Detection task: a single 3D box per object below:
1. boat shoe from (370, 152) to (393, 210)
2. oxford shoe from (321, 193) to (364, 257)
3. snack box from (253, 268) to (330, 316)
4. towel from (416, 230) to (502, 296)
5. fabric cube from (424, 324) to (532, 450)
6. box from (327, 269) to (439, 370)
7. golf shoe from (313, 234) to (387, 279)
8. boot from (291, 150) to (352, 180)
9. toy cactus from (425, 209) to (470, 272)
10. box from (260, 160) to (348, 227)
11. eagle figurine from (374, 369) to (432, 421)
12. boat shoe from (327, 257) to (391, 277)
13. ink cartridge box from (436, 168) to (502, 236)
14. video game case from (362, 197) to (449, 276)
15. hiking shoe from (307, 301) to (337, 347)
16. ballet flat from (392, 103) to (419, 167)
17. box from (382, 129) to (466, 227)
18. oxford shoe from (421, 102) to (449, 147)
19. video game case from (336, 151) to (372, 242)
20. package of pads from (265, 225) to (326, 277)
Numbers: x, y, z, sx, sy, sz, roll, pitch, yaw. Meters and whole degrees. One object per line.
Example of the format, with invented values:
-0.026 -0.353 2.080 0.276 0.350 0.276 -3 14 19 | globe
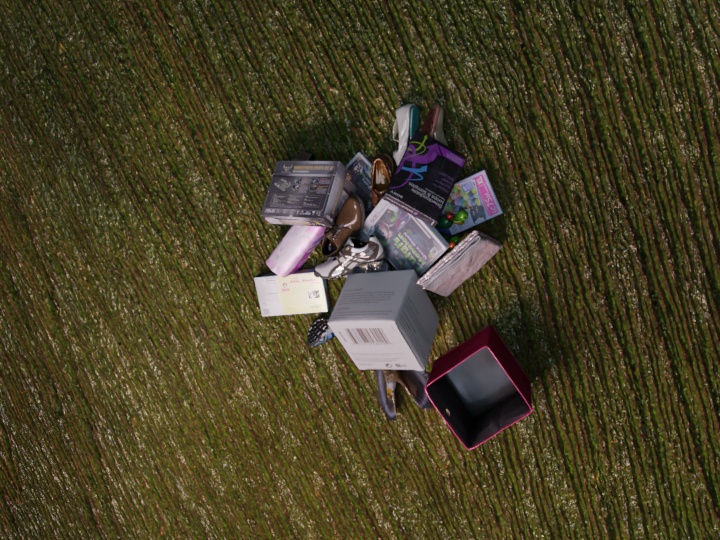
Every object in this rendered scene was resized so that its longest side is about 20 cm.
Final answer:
0.056 -0.196 1.717 0.071 0.068 0.204 -3 101 14 | boat shoe
-0.046 -0.106 1.715 0.073 0.084 0.202 43 130 24 | oxford shoe
-0.188 0.060 1.859 0.197 0.037 0.118 -5 107 14 | snack box
0.250 -0.013 1.672 0.200 0.190 0.032 -42 67 17 | towel
0.301 0.290 1.708 0.199 0.199 0.197 -36 92 17 | fabric cube
0.063 0.126 1.689 0.196 0.173 0.201 -4 136 32 | box
-0.033 -0.038 1.713 0.197 0.078 0.096 -14 110 15 | golf shoe
-0.128 -0.222 1.763 0.198 0.070 0.148 27 90 32 | boot
0.188 -0.081 1.691 0.164 0.102 0.201 38 133 16 | toy cactus
-0.142 -0.194 1.683 0.197 0.048 0.161 5 71 30 | box
0.096 0.295 1.813 0.151 0.151 0.201 15 145 49 | eagle figurine
0.001 -0.002 1.789 0.197 0.068 0.075 5 63 31 | boat shoe
0.249 -0.161 1.718 0.198 0.042 0.121 -23 95 19 | ink cartridge box
0.105 -0.085 1.668 0.200 0.023 0.182 49 141 6 | video game case
-0.068 0.159 1.835 0.086 0.075 0.200 26 130 -31 | hiking shoe
0.113 -0.319 1.714 0.068 0.069 0.204 3 97 13 | ballet flat
0.154 -0.221 1.605 0.141 0.036 0.202 27 68 -4 | box
0.193 -0.317 1.698 0.073 0.071 0.203 5 101 -16 | oxford shoe
0.006 -0.177 1.782 0.200 0.023 0.182 46 107 3 | video game case
-0.155 -0.080 1.776 0.076 0.120 0.201 42 114 5 | package of pads
